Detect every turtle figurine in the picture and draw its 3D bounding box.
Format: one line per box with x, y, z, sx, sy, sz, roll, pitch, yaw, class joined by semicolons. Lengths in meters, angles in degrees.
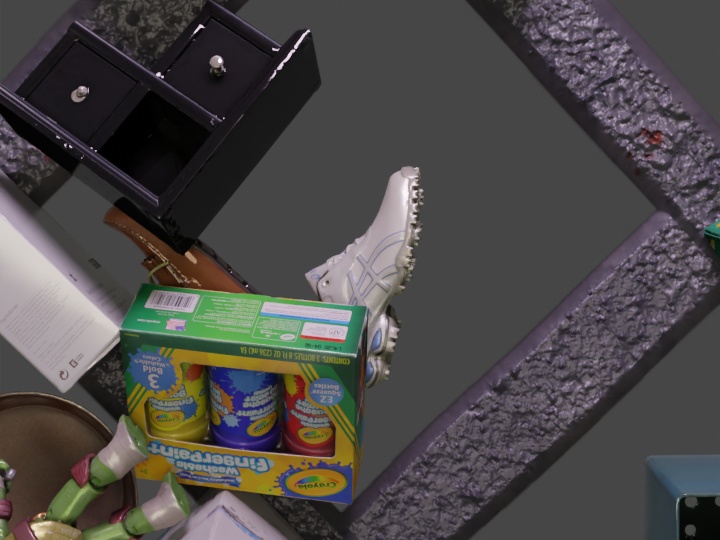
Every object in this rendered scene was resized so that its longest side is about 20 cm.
-0.251;0.212;0.993;0.193;0.200;0.144;-33;73;-1;turtle figurine

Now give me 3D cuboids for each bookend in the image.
-0.171;-0.156;0.978;0.198;0.092;0.200;36;77;14;bookend

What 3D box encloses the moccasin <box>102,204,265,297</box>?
-0.150;0.017;1.032;0.201;0.074;0.078;42;87;-15;moccasin

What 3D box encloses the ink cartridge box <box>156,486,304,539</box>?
-0.122;0.296;0.996;0.147;0.200;0.145;-42;95;5;ink cartridge box

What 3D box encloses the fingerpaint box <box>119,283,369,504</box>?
-0.097;0.108;0.994;0.198;0.074;0.168;6;124;6;fingerpaint box

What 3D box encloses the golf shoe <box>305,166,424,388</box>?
0.000;0.000;1.028;0.096;0.078;0.202;15;96;4;golf shoe

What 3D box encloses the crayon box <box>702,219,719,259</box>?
0.425;-0.036;1.032;0.199;0.058;0.119;-32;96;3;crayon box

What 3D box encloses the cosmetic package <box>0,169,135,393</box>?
-0.291;0.001;1.006;0.081;0.113;0.200;-43;97;5;cosmetic package

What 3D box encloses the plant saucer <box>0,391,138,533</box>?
-0.302;0.207;1.068;0.198;0.034;0.202;0;96;0;plant saucer

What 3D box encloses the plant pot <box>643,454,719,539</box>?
0.313;0.228;0.991;0.140;0.200;0.143;-1;97;0;plant pot
